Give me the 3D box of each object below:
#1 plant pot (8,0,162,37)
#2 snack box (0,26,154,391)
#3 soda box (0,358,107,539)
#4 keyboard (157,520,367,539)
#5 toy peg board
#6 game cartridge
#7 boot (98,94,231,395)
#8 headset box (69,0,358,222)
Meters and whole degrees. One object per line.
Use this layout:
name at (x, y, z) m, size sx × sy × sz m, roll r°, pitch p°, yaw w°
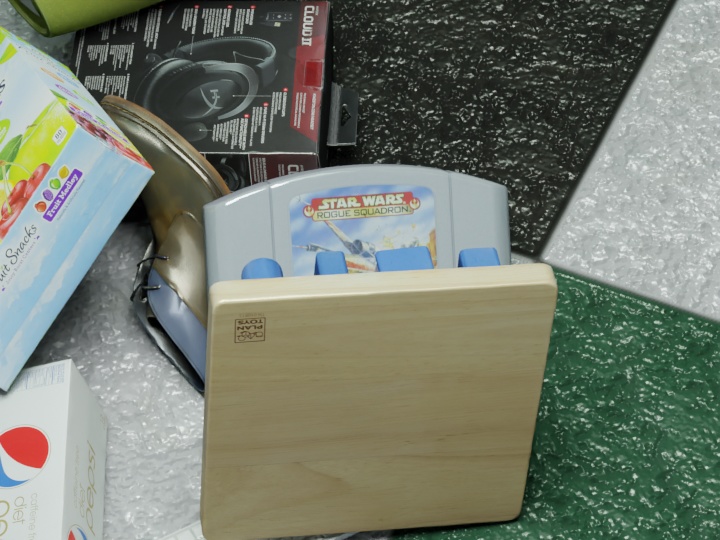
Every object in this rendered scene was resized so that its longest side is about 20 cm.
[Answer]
plant pot at (-0.162, -0.254, 1.675) m, size 0.200 × 0.188 × 0.187 m, roll -39°, pitch 58°, yaw -12°
snack box at (-0.228, -0.044, 1.553) m, size 0.169 × 0.067 × 0.200 m, roll -55°, pitch 30°, yaw 6°
soda box at (-0.195, 0.156, 1.476) m, size 0.063 × 0.068 × 0.201 m, roll -11°, pitch 50°, yaw 12°
keyboard at (-0.089, 0.174, 1.501) m, size 0.199 × 0.011 × 0.056 m, roll -23°, pitch 54°, yaw -16°
toy peg board at (0.001, 0.054, 1.465) m, size 0.198 × 0.200 × 0.098 m, roll -3°, pitch 42°, yaw -10°
game cartridge at (0.000, 0.000, 1.560) m, size 0.198 × 0.134 × 0.042 m, roll -5°, pitch 8°, yaw -11°
boot at (-0.122, -0.015, 1.578) m, size 0.097 × 0.075 × 0.200 m, roll -44°, pitch 94°, yaw -19°
headset box at (-0.101, -0.111, 1.692) m, size 0.198 × 0.078 × 0.150 m, roll 1°, pitch 51°, yaw 2°
